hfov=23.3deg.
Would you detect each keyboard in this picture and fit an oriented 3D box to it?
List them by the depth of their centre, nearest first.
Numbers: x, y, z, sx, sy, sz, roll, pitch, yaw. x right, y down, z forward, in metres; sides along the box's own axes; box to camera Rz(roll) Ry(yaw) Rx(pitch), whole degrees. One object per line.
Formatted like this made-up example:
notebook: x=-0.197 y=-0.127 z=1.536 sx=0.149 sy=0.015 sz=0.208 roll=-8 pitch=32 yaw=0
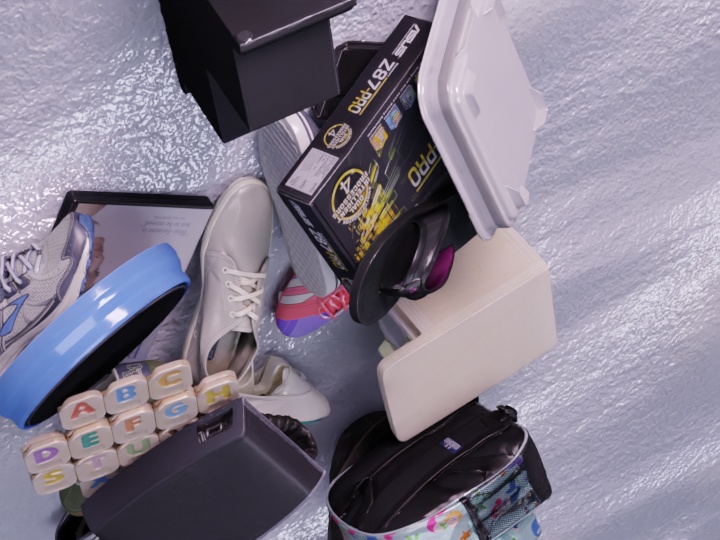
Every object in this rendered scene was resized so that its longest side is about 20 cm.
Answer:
keyboard: x=0.042 y=-0.149 z=1.575 sx=0.198 sy=0.021 sz=0.128 roll=-1 pitch=124 yaw=-35

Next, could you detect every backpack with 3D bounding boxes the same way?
backpack: x=0.072 y=0.233 z=1.749 sx=0.199 sy=0.177 sz=0.152 roll=-30 pitch=117 yaw=-22

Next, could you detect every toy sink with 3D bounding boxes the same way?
toy sink: x=0.083 y=0.052 z=1.739 sx=0.199 sy=0.112 sz=0.131 roll=-32 pitch=142 yaw=-13

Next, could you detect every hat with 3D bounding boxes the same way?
hat: x=0.015 y=0.211 z=1.877 sx=0.200 sy=0.081 sz=0.202 roll=-27 pitch=134 yaw=-32

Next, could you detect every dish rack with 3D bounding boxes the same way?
dish rack: x=0.112 y=-0.144 z=1.508 sx=0.043 sy=0.173 sz=0.201 roll=-3 pitch=140 yaw=26

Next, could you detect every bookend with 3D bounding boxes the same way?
bookend: x=-0.077 y=-0.170 z=1.319 sx=0.091 sy=0.200 sz=0.200 roll=-24 pitch=140 yaw=-13

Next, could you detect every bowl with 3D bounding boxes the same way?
bowl: x=-0.222 y=0.058 z=1.459 sx=0.200 sy=0.039 sz=0.201 roll=-43 pitch=176 yaw=-3

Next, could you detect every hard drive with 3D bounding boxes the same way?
hard drive: x=-0.144 y=0.210 z=1.592 sx=0.199 sy=0.042 sz=0.135 roll=-34 pitch=122 yaw=19

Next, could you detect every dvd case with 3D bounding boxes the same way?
dvd case: x=-0.225 y=0.014 z=1.544 sx=0.142 sy=0.018 sz=0.201 roll=0 pitch=130 yaw=-38

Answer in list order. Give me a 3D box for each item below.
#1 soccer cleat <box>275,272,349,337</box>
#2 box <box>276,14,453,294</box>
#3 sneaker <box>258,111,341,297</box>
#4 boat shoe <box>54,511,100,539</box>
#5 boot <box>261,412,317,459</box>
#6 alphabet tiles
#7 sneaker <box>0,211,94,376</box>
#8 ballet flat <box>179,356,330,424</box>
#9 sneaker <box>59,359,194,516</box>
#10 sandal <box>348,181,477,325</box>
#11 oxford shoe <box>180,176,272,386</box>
soccer cleat: x=0.000 y=0.000 z=1.650 sx=0.200 sy=0.077 sz=0.067 roll=-43 pitch=141 yaw=9
box: x=0.028 y=-0.093 z=1.514 sx=0.201 sy=0.049 sz=0.162 roll=-54 pitch=143 yaw=-18
sneaker: x=-0.034 y=-0.075 z=1.549 sx=0.079 sy=0.078 sz=0.201 roll=-34 pitch=137 yaw=-24
boat shoe: x=-0.226 y=0.213 z=1.707 sx=0.062 sy=0.073 sz=0.200 roll=15 pitch=124 yaw=-48
boot: x=-0.099 y=0.199 z=1.722 sx=0.158 sy=0.079 sz=0.211 roll=-54 pitch=173 yaw=21
alphabet tiles: x=-0.201 y=0.146 z=1.554 sx=0.198 sy=0.015 sz=0.196 roll=-18 pitch=151 yaw=-13
sneaker: x=-0.293 y=0.024 z=1.451 sx=0.085 sy=0.077 sz=0.200 roll=28 pitch=116 yaw=-26
ballet flat: x=-0.104 y=0.114 z=1.709 sx=0.199 sy=0.070 sz=0.070 roll=4 pitch=128 yaw=-38
sneaker: x=-0.244 y=0.152 z=1.624 sx=0.089 sy=0.067 sz=0.200 roll=12 pitch=128 yaw=-46
sandal: x=0.063 y=-0.022 z=1.513 sx=0.200 sy=0.048 sz=0.076 roll=-41 pitch=138 yaw=-33
oxford shoe: x=-0.111 y=0.016 z=1.566 sx=0.075 sy=0.058 sz=0.202 roll=5 pitch=105 yaw=-38
